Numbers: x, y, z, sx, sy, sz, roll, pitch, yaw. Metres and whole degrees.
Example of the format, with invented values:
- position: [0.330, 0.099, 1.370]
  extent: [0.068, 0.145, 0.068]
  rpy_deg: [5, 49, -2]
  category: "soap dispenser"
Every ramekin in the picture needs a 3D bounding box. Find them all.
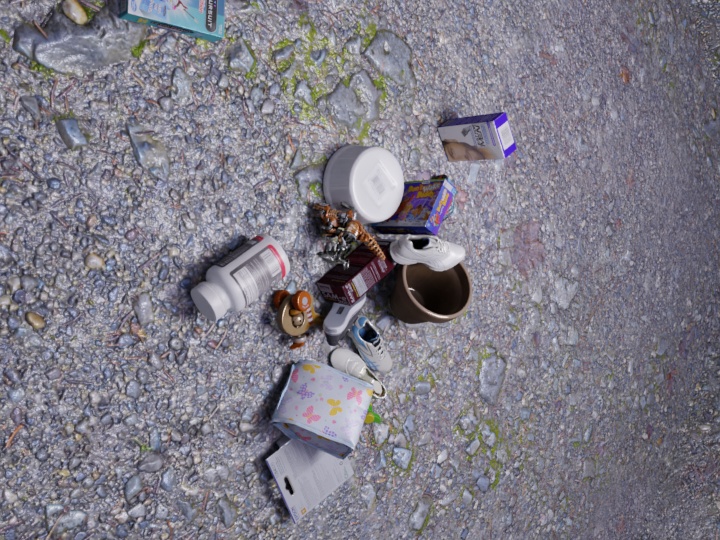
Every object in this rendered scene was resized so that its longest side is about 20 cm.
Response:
- position: [0.014, -0.210, 1.574]
  extent: [0.199, 0.097, 0.202]
  rpy_deg: [-5, 97, -39]
  category: "ramekin"

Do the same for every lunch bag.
- position: [-0.091, 0.318, 1.496]
  extent: [0.199, 0.127, 0.170]
  rpy_deg: [24, 56, -8]
  category: "lunch bag"

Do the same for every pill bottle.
- position: [-0.255, 0.017, 1.358]
  extent: [0.200, 0.110, 0.111]
  rpy_deg: [-39, 118, -31]
  category: "pill bottle"

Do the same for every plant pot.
- position: [0.162, 0.058, 1.656]
  extent: [0.199, 0.175, 0.202]
  rpy_deg: [9, 64, -20]
  category: "plant pot"

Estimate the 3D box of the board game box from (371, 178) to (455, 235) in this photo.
- position: [0.131, -0.158, 1.611]
  extent: [0.045, 0.199, 0.135]
  rpy_deg: [35, 72, -35]
  category: "board game box"

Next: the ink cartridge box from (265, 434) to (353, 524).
- position: [-0.127, 0.470, 1.556]
  extent: [0.199, 0.043, 0.198]
  rpy_deg: [-31, 112, -31]
  category: "ink cartridge box"

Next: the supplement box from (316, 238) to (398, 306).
- position: [0.000, 0.000, 1.575]
  extent: [0.200, 0.108, 0.061]
  rpy_deg: [-40, 118, -29]
  category: "supplement box"

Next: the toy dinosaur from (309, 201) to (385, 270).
- position: [-0.036, -0.080, 1.505]
  extent: [0.136, 0.200, 0.102]
  rpy_deg: [-59, 151, 7]
  category: "toy dinosaur"

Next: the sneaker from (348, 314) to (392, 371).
- position: [0.031, 0.193, 1.644]
  extent: [0.072, 0.072, 0.200]
  rpy_deg: [-51, 125, -26]
  category: "sneaker"

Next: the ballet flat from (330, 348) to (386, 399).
- position: [0.004, 0.264, 1.631]
  extent: [0.200, 0.069, 0.070]
  rpy_deg: [48, 65, -32]
  category: "ballet flat"

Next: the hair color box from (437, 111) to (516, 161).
- position: [0.315, -0.360, 1.747]
  extent: [0.065, 0.199, 0.110]
  rpy_deg: [-38, 117, -29]
  category: "hair color box"

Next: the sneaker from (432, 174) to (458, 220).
- position: [0.223, -0.159, 1.769]
  extent: [0.095, 0.079, 0.201]
  rpy_deg: [32, 74, -40]
  category: "sneaker"

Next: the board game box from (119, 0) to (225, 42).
- position: [-0.363, -0.550, 1.254]
  extent: [0.199, 0.047, 0.152]
  rpy_deg: [0, 95, -40]
  category: "board game box"

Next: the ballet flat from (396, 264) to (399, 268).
- position: [0.173, -0.007, 1.750]
  extent: [0.199, 0.063, 0.068]
  rpy_deg: [20, 80, -40]
  category: "ballet flat"

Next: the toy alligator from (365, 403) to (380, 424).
- position: [-0.018, 0.337, 1.631]
  extent: [0.054, 0.059, 0.200]
  rpy_deg: [-32, 121, 12]
  category: "toy alligator"

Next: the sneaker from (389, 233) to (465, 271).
- position: [0.173, -0.048, 1.555]
  extent: [0.199, 0.087, 0.075]
  rpy_deg: [2, 68, -25]
  category: "sneaker"

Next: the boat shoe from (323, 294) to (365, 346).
- position: [-0.037, 0.115, 1.554]
  extent: [0.200, 0.069, 0.067]
  rpy_deg: [-60, 153, -58]
  category: "boat shoe"

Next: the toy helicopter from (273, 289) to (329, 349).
- position: [-0.122, 0.123, 1.509]
  extent: [0.199, 0.078, 0.133]
  rpy_deg: [17, 76, -52]
  category: "toy helicopter"
